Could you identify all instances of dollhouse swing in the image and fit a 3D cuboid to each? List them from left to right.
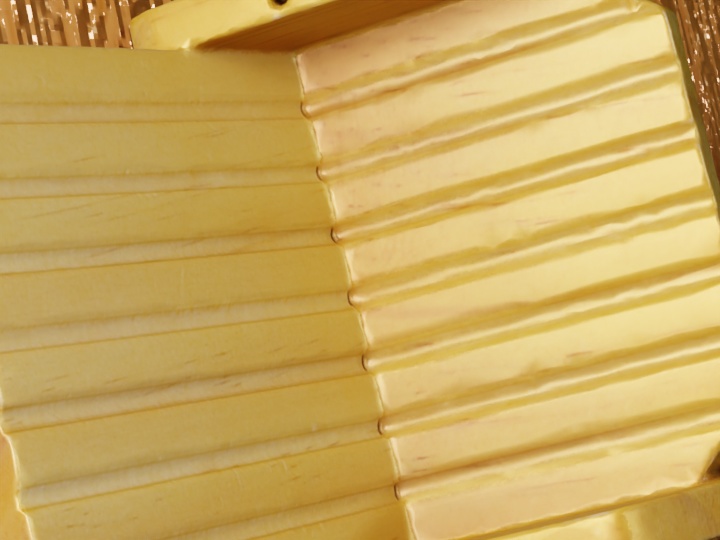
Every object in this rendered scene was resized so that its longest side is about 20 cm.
[{"bbox_3d":[0.000,0.000,0.666,0.176,0.181,0.201,3,73,-68],"label":"dollhouse swing"}]
